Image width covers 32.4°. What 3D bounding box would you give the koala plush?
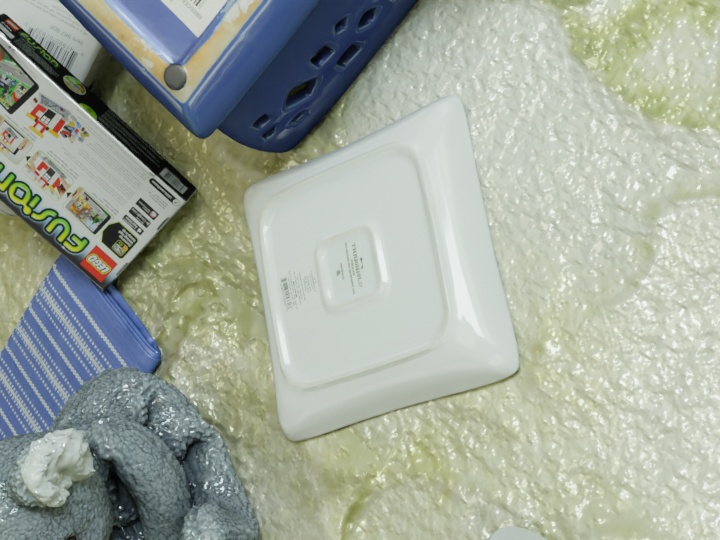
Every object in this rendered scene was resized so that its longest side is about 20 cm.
[{"bbox_3d":[-0.205,0.159,0.868,0.177,0.200,0.184,-29,73,29],"label":"koala plush"}]

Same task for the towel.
[{"bbox_3d":[-0.250,0.097,1.032,0.145,0.024,0.200,47,111,29],"label":"towel"}]

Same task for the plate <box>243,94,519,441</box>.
[{"bbox_3d":[0.000,0.000,0.860,0.199,0.032,0.200,-21,72,32],"label":"plate"}]

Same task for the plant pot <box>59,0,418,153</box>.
[{"bbox_3d":[-0.087,-0.208,0.826,0.200,0.180,0.200,45,110,7],"label":"plant pot"}]

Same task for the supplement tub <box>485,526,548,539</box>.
[{"bbox_3d":[0.051,0.257,0.714,0.200,0.145,0.145,-47,60,21],"label":"supplement tub"}]

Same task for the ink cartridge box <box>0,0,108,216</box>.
[{"bbox_3d":[-0.298,-0.169,1.024,0.144,0.084,0.200,29,102,-8],"label":"ink cartridge box"}]

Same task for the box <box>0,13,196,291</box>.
[{"bbox_3d":[-0.239,-0.090,0.970,0.200,0.035,0.110,43,112,-9],"label":"box"}]
